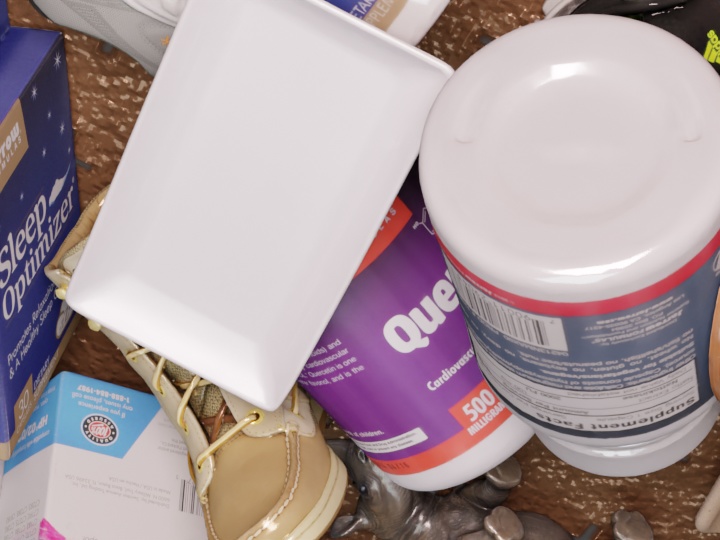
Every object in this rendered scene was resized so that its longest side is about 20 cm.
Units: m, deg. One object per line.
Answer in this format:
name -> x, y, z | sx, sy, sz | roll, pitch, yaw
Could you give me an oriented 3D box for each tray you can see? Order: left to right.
tray -> -0.044, -0.035, 0.860 | 0.107, 0.022, 0.200 | 27, 128, -2

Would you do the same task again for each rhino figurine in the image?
rhino figurine -> 0.061, 0.137, 1.082 | 0.200, 0.060, 0.087 | 26, 139, -2

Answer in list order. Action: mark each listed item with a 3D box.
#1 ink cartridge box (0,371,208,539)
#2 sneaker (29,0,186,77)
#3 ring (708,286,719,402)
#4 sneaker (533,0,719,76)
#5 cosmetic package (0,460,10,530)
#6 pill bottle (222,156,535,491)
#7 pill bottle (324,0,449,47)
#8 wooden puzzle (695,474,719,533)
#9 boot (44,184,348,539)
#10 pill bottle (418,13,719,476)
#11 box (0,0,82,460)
ink cartridge box -> -0.121, 0.164, 1.037 | 0.115, 0.200, 0.068 | 18, 151, -28
sneaker -> -0.139, -0.151, 0.906 | 0.200, 0.074, 0.079 | 36, 132, -14
ring -> 0.193, -0.033, 0.834 | 0.019, 0.200, 0.201 | 26, 133, 24
sneaker -> 0.152, -0.108, 0.852 | 0.200, 0.087, 0.074 | -25, 117, 29
cosmetic package -> -0.235, 0.051, 1.063 | 0.085, 0.108, 0.200 | -10, 122, 21
pill bottle -> 0.000, 0.000, 0.959 | 0.112, 0.112, 0.200 | -28, 116, 31
pill bottle -> -0.047, -0.172, 0.839 | 0.200, 0.111, 0.111 | 31, 128, -10
wooden puzzle -> 0.284, 0.086, 1.005 | 0.200, 0.037, 0.185 | 17, 129, -5
boot -> -0.078, 0.046, 0.965 | 0.073, 0.200, 0.155 | -35, 111, 13
pill bottle -> 0.096, 0.001, 0.840 | 0.120, 0.120, 0.200 | 1, 152, 13
box -> -0.165, -0.026, 0.976 | 0.032, 0.121, 0.200 | 7, 128, 10
